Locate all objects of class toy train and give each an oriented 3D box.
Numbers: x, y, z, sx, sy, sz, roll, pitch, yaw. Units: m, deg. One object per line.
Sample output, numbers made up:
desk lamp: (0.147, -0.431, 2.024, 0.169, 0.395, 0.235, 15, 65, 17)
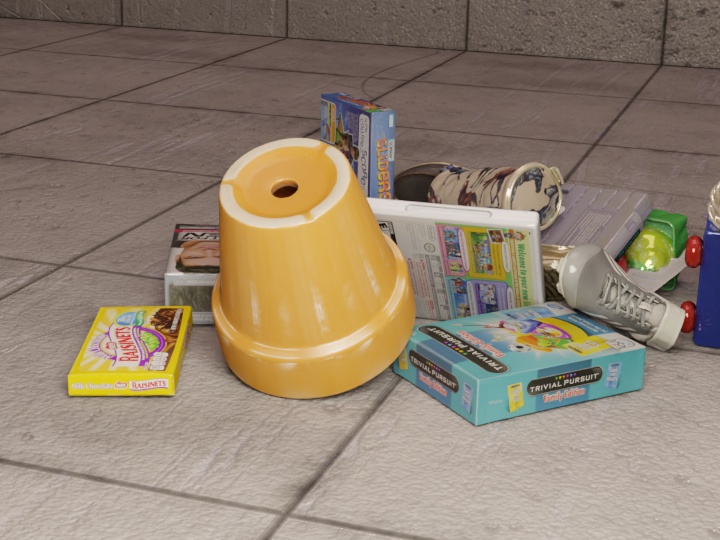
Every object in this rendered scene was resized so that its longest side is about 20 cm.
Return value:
toy train: (0.394, -0.027, 1.469, 0.083, 0.203, 0.116, 7, 13, 17)

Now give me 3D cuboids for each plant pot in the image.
plant pot: (-0.055, -0.015, 1.298, 0.197, 0.185, 0.202, -6, 43, 6)

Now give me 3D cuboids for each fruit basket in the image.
fruit basket: (0.296, -0.008, 1.628, 0.183, 0.095, 0.199, 15, 37, 38)

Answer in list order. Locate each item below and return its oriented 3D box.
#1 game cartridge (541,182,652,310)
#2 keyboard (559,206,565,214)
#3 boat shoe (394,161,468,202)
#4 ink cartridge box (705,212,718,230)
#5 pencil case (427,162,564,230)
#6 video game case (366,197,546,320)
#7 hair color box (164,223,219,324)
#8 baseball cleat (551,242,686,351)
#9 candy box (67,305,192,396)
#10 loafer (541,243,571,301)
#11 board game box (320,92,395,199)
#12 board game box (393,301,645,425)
game cartridge: (0.236, -0.023, 1.570, 0.129, 0.039, 0.200, 15, 51, 41)
keyboard: (0.149, -0.022, 1.591, 0.199, 0.011, 0.056, -37, 26, -14)
boat shoe: (0.134, -0.106, 1.910, 0.197, 0.076, 0.073, 5, 17, 17)
ink cartridge box: (0.450, -0.009, 1.587, 0.043, 0.096, 0.200, 1, 17, -6)
pencil case: (0.155, -0.085, 1.589, 0.090, 0.078, 0.199, -53, 22, -15)
video game case: (0.101, -0.004, 1.431, 0.179, 0.201, 0.022, 6, 58, 14)
hair color box: (-0.168, 0.002, 1.563, 0.097, 0.062, 0.200, 0, 18, -4)
baseball cleat: (0.273, 0.027, 1.396, 0.105, 0.071, 0.199, 19, -4, 34)
candy box: (-0.227, 0.078, 1.373, 0.100, 0.027, 0.200, -3, 17, -1)
loafer: (0.165, -0.015, 1.494, 0.198, 0.076, 0.068, 4, 61, 34)
board game box: (-0.006, -0.107, 1.683, 0.034, 0.203, 0.135, -8, 20, -28)
board game box: (0.154, 0.086, 1.340, 0.197, 0.048, 0.151, -8, 20, -29)
